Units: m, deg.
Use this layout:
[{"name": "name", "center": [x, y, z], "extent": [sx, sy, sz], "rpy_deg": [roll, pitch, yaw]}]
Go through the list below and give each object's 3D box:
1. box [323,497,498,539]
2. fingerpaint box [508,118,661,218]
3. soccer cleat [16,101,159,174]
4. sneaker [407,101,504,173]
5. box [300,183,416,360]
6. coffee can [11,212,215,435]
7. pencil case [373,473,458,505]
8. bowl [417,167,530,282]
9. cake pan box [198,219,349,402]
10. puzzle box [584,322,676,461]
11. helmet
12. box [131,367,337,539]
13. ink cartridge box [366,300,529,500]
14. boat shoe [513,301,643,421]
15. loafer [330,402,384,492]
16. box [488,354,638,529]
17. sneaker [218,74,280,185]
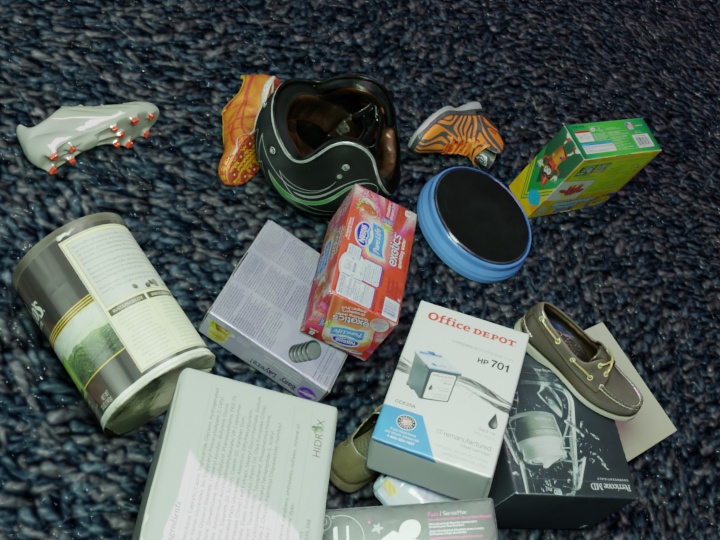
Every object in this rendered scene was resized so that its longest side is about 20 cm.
[{"name": "box", "center": [0.048, 0.321, 1.032], "extent": [0.196, 0.133, 0.116], "rpy_deg": [-3, 62, 1]}, {"name": "fingerpaint box", "center": [0.376, -0.173, 1.617], "extent": [0.198, 0.167, 0.074], "rpy_deg": [-11, 65, -35]}, {"name": "soccer cleat", "center": [-0.357, -0.194, 1.275], "extent": [0.199, 0.070, 0.078], "rpy_deg": [-30, 71, -38]}, {"name": "sneaker", "center": [0.171, -0.211, 1.587], "extent": [0.199, 0.078, 0.112], "rpy_deg": [-27, 72, -41]}, {"name": "box", "center": [0.000, 0.000, 1.252], "extent": [0.099, 0.096, 0.202], "rpy_deg": [25, 46, -14]}, {"name": "coffee can", "center": [-0.276, 0.059, 1.078], "extent": [0.145, 0.147, 0.201], "rpy_deg": [-26, 72, -40]}, {"name": "pencil case", "center": [0.095, 0.321, 1.146], "extent": [0.090, 0.083, 0.201], "rpy_deg": [-23, 70, -25]}, {"name": "bowl", "center": [0.183, -0.077, 1.517], "extent": [0.198, 0.039, 0.203], "rpy_deg": [16, 52, -22]}, {"name": "cake pan box", "center": [-0.089, 0.049, 1.262], "extent": [0.183, 0.052, 0.201], "rpy_deg": [34, 47, -7]}, {"name": "puzzle box", "center": [0.377, 0.183, 1.452], "extent": [0.132, 0.025, 0.201], "rpy_deg": [-16, 67, -37]}, {"name": "helmet", "center": [-0.051, -0.173, 1.351], "extent": [0.188, 0.201, 0.202], "rpy_deg": [-3, 47, 18]}, {"name": "box", "center": [-0.137, 0.246, 0.977], "extent": [0.169, 0.200, 0.202], "rpy_deg": [16, 51, -10]}, {"name": "ink cartridge box", "center": [0.106, 0.155, 1.145], "extent": [0.144, 0.086, 0.202], "rpy_deg": [16, 56, 9]}, {"name": "boat shoe", "center": [0.295, 0.119, 1.262], "extent": [0.199, 0.060, 0.072], "rpy_deg": [40, 44, 3]}, {"name": "loafer", "center": [0.040, 0.206, 1.208], "extent": [0.076, 0.068, 0.199], "rpy_deg": [47, 47, 8]}, {"name": "box", "center": [0.230, 0.226, 1.270], "extent": [0.197, 0.124, 0.199], "rpy_deg": [8, 55, -26]}, {"name": "sneaker", "center": [-0.171, -0.202, 1.399], "extent": [0.076, 0.073, 0.202], "rpy_deg": [3, 53, 18]}]
